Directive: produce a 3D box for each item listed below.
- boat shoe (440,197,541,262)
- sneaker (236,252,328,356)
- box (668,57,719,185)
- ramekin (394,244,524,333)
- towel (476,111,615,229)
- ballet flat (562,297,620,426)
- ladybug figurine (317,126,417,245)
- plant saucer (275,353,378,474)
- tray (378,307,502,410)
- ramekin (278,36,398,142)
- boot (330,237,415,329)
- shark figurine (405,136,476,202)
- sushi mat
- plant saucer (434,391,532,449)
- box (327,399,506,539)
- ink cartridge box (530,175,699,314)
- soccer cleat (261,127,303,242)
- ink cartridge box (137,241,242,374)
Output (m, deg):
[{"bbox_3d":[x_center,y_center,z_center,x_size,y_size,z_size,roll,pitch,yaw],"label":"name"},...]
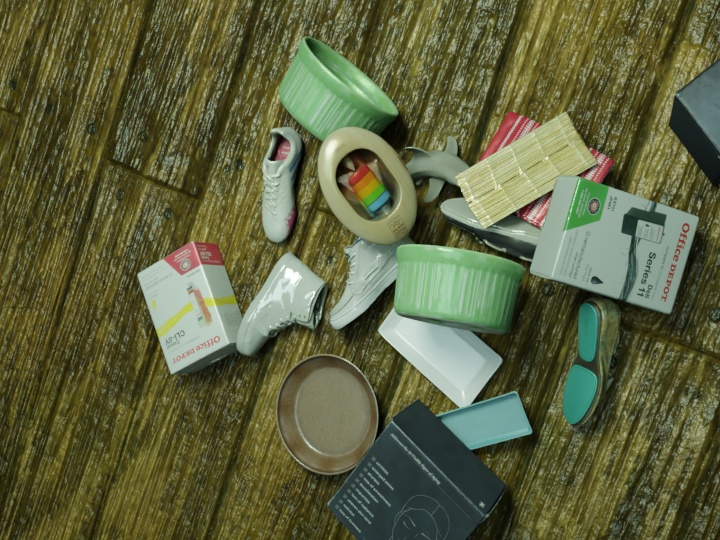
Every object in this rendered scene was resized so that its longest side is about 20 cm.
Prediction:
[{"bbox_3d":[0.218,-0.062,1.175,0.195,0.074,0.062,16,131,18],"label":"boat shoe"},{"bbox_3d":[-0.135,0.085,1.308,0.114,0.073,0.203,33,99,22],"label":"sneaker"},{"bbox_3d":[0.528,-0.233,0.985,0.197,0.199,0.125,-39,76,15],"label":"box"},{"bbox_3d":[0.143,0.032,1.117,0.195,0.199,0.101,8,84,21],"label":"ramekin"},{"bbox_3d":[0.272,-0.150,1.150,0.198,0.022,0.146,34,91,31],"label":"towel"},{"bbox_3d":[0.354,0.139,1.113,0.069,0.070,0.206,10,107,21],"label":"ballet flat"},{"bbox_3d":[0.010,-0.129,1.157,0.135,0.072,0.202,-36,102,-5],"label":"ladybug figurine"},{"bbox_3d":[-0.055,0.248,1.290,0.195,0.036,0.207,0,89,22],"label":"plant saucer"},{"bbox_3d":[0.131,0.123,1.227,0.199,0.022,0.108,41,103,18],"label":"tray"},{"bbox_3d":[-0.041,-0.281,1.221,0.200,0.199,0.098,46,112,16],"label":"ramekin"},{"bbox_3d":[0.000,0.000,1.242,0.200,0.074,0.096,-44,103,6],"label":"boot"},{"bbox_3d":[0.084,-0.164,1.215,0.211,0.089,0.132,-19,58,33],"label":"shark figurine"},{"bbox_3d":[0.248,-0.151,1.120,0.197,0.012,0.097,-30,76,8],"label":"sushi mat"},{"bbox_3d":[0.175,0.251,1.190,0.196,0.019,0.072,-23,91,28],"label":"plant saucer"},{"bbox_3d":[0.087,0.356,1.167,0.200,0.123,0.198,42,114,16],"label":"box"},{"bbox_3d":[0.363,-0.036,1.060,0.195,0.083,0.151,15,94,-11],"label":"ink cartridge box"},{"bbox_3d":[-0.151,-0.154,1.315,0.068,0.086,0.206,8,92,21],"label":"soccer cleat"},{"bbox_3d":[-0.308,0.070,1.372,0.143,0.083,0.204,-26,79,19],"label":"ink cartridge box"}]
